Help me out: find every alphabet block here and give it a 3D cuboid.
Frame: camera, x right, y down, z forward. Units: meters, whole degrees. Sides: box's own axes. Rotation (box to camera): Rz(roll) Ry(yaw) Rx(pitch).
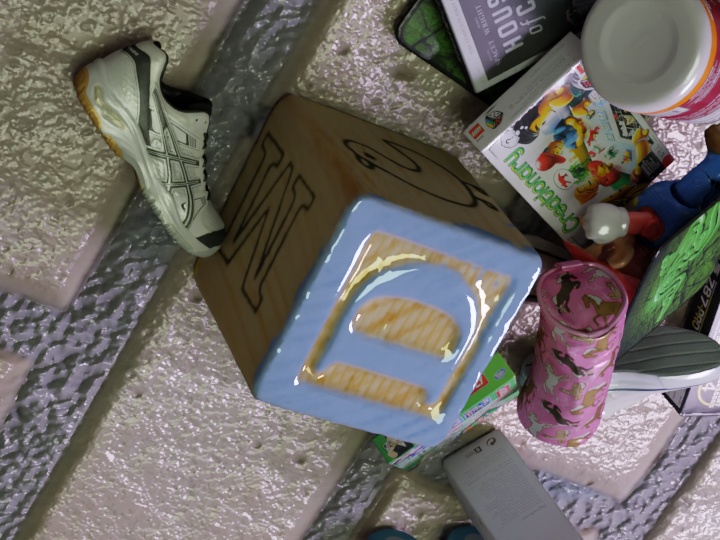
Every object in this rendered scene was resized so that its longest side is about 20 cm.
[{"bbox_3d":[0.000,0.000,1.451,0.195,0.200,0.197,19,110,-31],"label":"alphabet block"}]

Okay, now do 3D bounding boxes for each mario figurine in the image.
[{"bbox_3d":[0.252,-0.057,1.550,0.200,0.106,0.123,-42,125,6],"label":"mario figurine"}]

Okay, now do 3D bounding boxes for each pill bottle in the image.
[{"bbox_3d":[0.276,-0.183,1.472,0.200,0.113,0.113,0,124,-58],"label":"pill bottle"}]

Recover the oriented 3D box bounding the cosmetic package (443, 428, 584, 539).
[{"bbox_3d":[0.160,0.253,1.663,0.074,0.200,0.102,-30,125,-3],"label":"cosmetic package"}]

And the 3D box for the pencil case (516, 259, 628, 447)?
[{"bbox_3d":[0.186,0.075,1.541,0.083,0.086,0.200,-49,159,-29],"label":"pencil case"}]

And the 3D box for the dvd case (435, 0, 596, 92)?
[{"bbox_3d":[0.156,-0.256,1.445,0.200,0.025,0.150,-29,126,-6],"label":"dvd case"}]

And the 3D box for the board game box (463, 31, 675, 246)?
[{"bbox_3d":[0.188,-0.110,1.535,0.126,0.035,0.200,-43,140,6],"label":"board game box"}]

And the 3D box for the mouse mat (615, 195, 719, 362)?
[{"bbox_3d":[0.289,-0.001,1.557,0.161,0.008,0.200,-36,157,-28],"label":"mouse mat"}]

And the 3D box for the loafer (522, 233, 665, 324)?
[{"bbox_3d":[0.204,0.027,1.620,0.200,0.063,0.072,20,146,-28],"label":"loafer"}]

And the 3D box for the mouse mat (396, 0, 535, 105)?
[{"bbox_3d":[0.144,-0.216,1.492,0.200,0.008,0.161,29,105,-34],"label":"mouse mat"}]

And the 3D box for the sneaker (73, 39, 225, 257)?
[{"bbox_3d":[-0.148,-0.097,1.410,0.088,0.076,0.200,-32,126,-1],"label":"sneaker"}]

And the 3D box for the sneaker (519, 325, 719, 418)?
[{"bbox_3d":[0.254,0.104,1.691,0.200,0.073,0.071,-5,136,2],"label":"sneaker"}]

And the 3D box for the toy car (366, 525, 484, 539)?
[{"bbox_3d":[0.081,0.384,1.708,0.177,0.200,0.185,2,117,-23],"label":"toy car"}]

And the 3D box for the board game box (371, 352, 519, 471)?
[{"bbox_3d":[0.082,0.132,1.587,0.135,0.029,0.200,-36,169,0],"label":"board game box"}]

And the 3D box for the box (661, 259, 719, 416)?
[{"bbox_3d":[0.404,0.052,1.737,0.161,0.049,0.200,1,119,-24],"label":"box"}]
